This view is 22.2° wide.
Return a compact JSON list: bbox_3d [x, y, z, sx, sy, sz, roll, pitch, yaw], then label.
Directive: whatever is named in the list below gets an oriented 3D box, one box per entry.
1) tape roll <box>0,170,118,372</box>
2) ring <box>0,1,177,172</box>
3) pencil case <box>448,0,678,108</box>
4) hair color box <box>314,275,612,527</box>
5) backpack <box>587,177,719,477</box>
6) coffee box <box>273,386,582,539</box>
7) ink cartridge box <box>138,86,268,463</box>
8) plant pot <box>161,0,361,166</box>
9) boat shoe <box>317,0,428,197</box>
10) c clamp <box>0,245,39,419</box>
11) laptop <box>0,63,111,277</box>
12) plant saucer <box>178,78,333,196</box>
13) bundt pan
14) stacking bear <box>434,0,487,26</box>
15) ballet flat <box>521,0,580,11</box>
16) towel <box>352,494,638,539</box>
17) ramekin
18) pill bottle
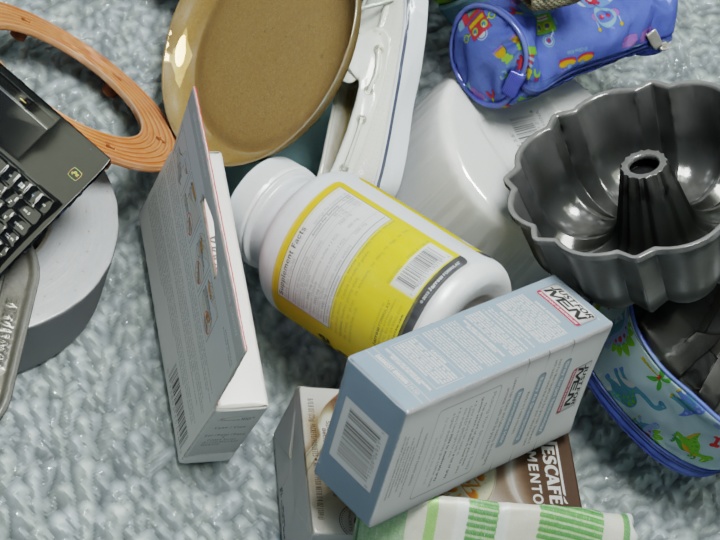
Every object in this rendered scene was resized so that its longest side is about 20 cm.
[{"bbox_3d":[-0.272,-0.027,1.290,0.198,0.066,0.202,10,55,-14],"label":"tape roll"},{"bbox_3d":[-0.219,-0.133,1.345,0.199,0.019,0.201,33,18,-12],"label":"ring"},{"bbox_3d":[0.160,-0.181,1.398,0.199,0.078,0.087,-21,57,-37],"label":"pencil case"},{"bbox_3d":[0.069,0.082,1.204,0.199,0.100,0.061,-19,48,-40],"label":"hair color box"},{"bbox_3d":[0.253,0.051,1.376,0.183,0.147,0.200,42,49,-2],"label":"backpack"},{"bbox_3d":[0.046,0.151,1.282,0.198,0.080,0.115,4,57,-18],"label":"coffee box"},{"bbox_3d":[-0.100,0.005,1.256,0.044,0.176,0.202,-1,62,-23],"label":"ink cartridge box"},{"bbox_3d":[-0.070,-0.171,1.363,0.027,0.199,0.202,20,47,-46],"label":"plant pot"},{"bbox_3d":[-0.005,-0.153,1.375,0.085,0.075,0.204,10,85,-19],"label":"boat shoe"},{"bbox_3d":[-0.298,0.031,1.186,0.169,0.027,0.202,19,55,-7],"label":"c clamp"},{"bbox_3d":[-0.288,-0.075,1.171,0.177,0.103,0.200,40,71,6],"label":"laptop"},{"bbox_3d":[-0.048,-0.087,1.434,0.198,0.027,0.202,9,57,-14],"label":"plant saucer"},{"bbox_3d":[0.205,-0.046,1.291,0.200,0.076,0.203,-12,38,10],"label":"bundt pan"},{"bbox_3d":[0.097,-0.270,1.500,0.113,0.121,0.201,-37,104,-28],"label":"stacking bear"},{"bbox_3d":[0.090,-0.243,1.360,0.075,0.068,0.200,-24,39,-21],"label":"ballet flat"},{"bbox_3d":[0.083,0.226,1.229,0.198,0.023,0.154,6,101,-16],"label":"towel"},{"bbox_3d":[0.117,-0.070,1.419,0.199,0.098,0.202,16,55,-23],"label":"ramekin"},{"bbox_3d":[0.000,0.000,1.289,0.199,0.113,0.112,33,50,29],"label":"pill bottle"}]
